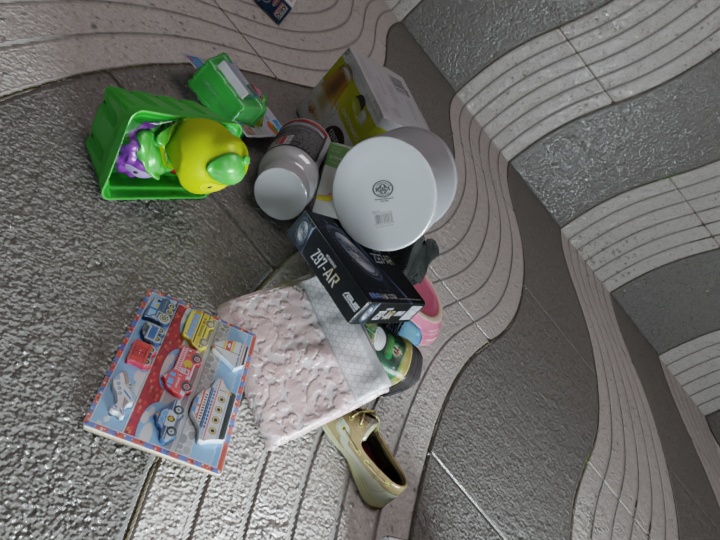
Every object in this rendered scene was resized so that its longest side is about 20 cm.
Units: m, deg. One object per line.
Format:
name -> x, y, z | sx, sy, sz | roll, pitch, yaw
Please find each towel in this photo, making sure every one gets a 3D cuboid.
towel -> -0.077, 0.107, 0.790 | 0.187, 0.032, 0.204 | -20, 69, -20

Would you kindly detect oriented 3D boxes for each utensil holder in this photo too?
utensil holder -> 0.057, -0.131, 0.903 | 0.171, 0.169, 0.200 | 51, 21, -1

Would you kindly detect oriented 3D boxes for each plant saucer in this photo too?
plant saucer -> 0.104, 0.052, 1.202 | 0.199, 0.050, 0.204 | 36, 34, -28

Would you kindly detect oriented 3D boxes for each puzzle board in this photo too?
puzzle board -> -0.203, 0.117, 0.668 | 0.148, 0.018, 0.203 | 25, 38, -16

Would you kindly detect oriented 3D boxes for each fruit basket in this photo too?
fruit basket -> -0.240, -0.153, 0.800 | 0.212, 0.157, 0.217 | 29, 26, -15
fruit basket -> -0.221, -0.327, 1.090 | 0.187, 0.093, 0.200 | 53, 25, -1

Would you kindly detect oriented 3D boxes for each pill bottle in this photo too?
pill bottle -> -0.121, -0.184, 1.057 | 0.116, 0.115, 0.202 | 42, 31, -18

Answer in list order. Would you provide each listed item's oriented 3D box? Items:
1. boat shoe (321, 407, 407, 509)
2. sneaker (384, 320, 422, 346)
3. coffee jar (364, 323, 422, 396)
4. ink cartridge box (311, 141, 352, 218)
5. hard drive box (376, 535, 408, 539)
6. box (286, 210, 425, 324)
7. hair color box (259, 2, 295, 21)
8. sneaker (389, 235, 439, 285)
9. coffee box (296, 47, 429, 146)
boat shoe -> 0.001, 0.231, 0.835 | 0.203, 0.066, 0.074 | 58, 29, 8
sneaker -> 0.034, 0.090, 0.994 | 0.197, 0.089, 0.080 | 27, 73, -31
coffee jar -> 0.005, 0.119, 0.923 | 0.199, 0.103, 0.087 | 39, 47, -26
ink cartridge box -> -0.042, -0.122, 1.065 | 0.066, 0.206, 0.117 | 17, 11, 6
hard drive box -> 0.085, 0.436, 0.727 | 0.198, 0.076, 0.159 | 31, 35, -35
box -> 0.000, 0.000, 0.846 | 0.162, 0.043, 0.199 | 54, 20, 21
hair color box -> -0.260, -0.746, 1.519 | 0.199, 0.060, 0.101 | 40, 31, -23
sneaker -> 0.081, -0.002, 1.025 | 0.202, 0.059, 0.106 | -58, 145, -34
coffee box -> 0.010, -0.326, 1.319 | 0.197, 0.197, 0.204 | 6, 53, -50
